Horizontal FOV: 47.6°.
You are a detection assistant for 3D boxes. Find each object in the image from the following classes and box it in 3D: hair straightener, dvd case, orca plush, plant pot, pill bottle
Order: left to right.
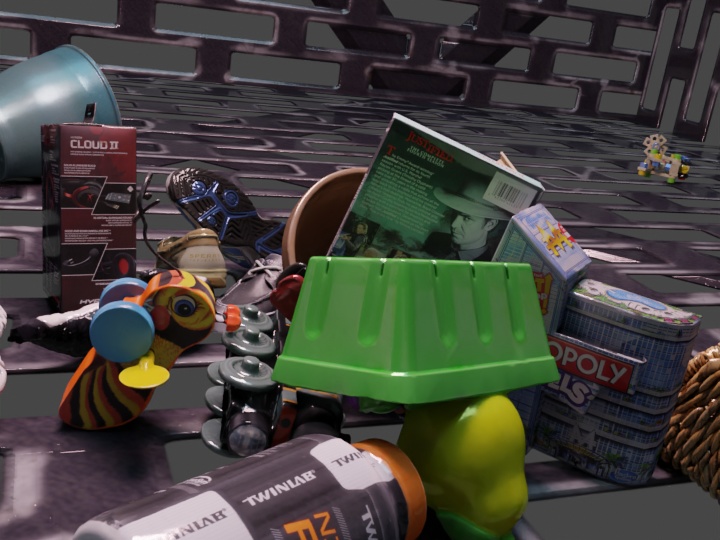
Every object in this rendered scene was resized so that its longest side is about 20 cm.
[{"bbox_3d":[-0.512,-0.232,1.285,0.199,0.201,0.188,21,38,34],"label":"plant pot"},{"bbox_3d":[-0.205,0.055,0.740,0.071,0.105,0.200,55,26,19],"label":"orca plush"},{"bbox_3d":[-0.050,0.156,0.457,0.106,0.107,0.199,24,25,39],"label":"pill bottle"},{"bbox_3d":[0.000,0.000,0.882,0.199,0.202,0.093,-2,-16,-27],"label":"plant pot"},{"bbox_3d":[0.006,0.066,0.706,0.200,0.041,0.077,41,14,-13],"label":"hair straightener"},{"bbox_3d":[0.051,-0.018,0.722,0.145,0.201,0.022,23,23,-6],"label":"dvd case"}]

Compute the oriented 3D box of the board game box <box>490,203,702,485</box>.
[{"bbox_3d":[0.165,0.057,0.681,0.199,0.201,0.062,20,26,29],"label":"board game box"}]

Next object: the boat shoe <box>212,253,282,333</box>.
[{"bbox_3d":[-0.099,0.016,0.899,0.071,0.068,0.200,19,21,29],"label":"boat shoe"}]

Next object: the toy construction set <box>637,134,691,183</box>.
[{"bbox_3d":[0.782,-0.281,2.109,0.130,0.093,0.200,12,30,12],"label":"toy construction set"}]

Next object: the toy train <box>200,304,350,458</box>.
[{"bbox_3d":[-0.068,0.093,0.680,0.113,0.086,0.200,14,18,-13],"label":"toy train"}]

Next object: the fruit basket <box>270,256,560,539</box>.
[{"bbox_3d":[0.052,0.092,0.596,0.155,0.217,0.215,3,10,43],"label":"fruit basket"}]

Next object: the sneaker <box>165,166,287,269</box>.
[{"bbox_3d":[-0.156,-0.048,0.964,0.077,0.076,0.200,-10,-38,42],"label":"sneaker"}]

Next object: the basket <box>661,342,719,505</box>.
[{"bbox_3d":[0.356,0.107,0.712,0.199,0.144,0.149,-1,21,-25],"label":"basket"}]

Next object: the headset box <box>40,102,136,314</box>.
[{"bbox_3d":[-0.278,-0.067,0.827,0.075,0.202,0.148,-2,9,-28],"label":"headset box"}]

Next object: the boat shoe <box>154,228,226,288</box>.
[{"bbox_3d":[-0.192,-0.018,0.919,0.073,0.064,0.201,0,5,-18],"label":"boat shoe"}]

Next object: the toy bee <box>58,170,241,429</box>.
[{"bbox_3d":[-0.153,0.046,0.631,0.108,0.201,0.131,22,36,-15],"label":"toy bee"}]

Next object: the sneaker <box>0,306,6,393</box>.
[{"bbox_3d":[-0.343,0.042,0.662,0.080,0.089,0.200,-33,31,-13],"label":"sneaker"}]

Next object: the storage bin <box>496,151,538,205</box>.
[{"bbox_3d":[0.171,0.002,0.838,0.093,0.201,0.199,-32,15,12],"label":"storage bin"}]
